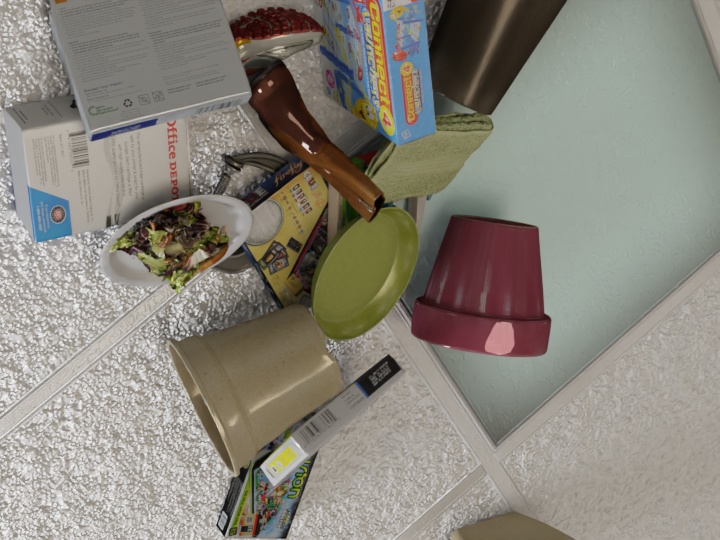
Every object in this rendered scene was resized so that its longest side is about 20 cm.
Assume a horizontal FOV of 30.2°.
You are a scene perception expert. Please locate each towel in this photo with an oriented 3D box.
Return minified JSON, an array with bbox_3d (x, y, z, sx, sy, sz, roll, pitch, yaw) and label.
[{"bbox_3d":[0.082,-0.146,1.764,0.199,0.037,0.149,-13,149,-47],"label":"towel"}]

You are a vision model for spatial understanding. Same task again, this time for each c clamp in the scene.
[{"bbox_3d":[-0.175,-0.073,1.736,0.170,0.027,0.201,27,99,-38],"label":"c clamp"}]

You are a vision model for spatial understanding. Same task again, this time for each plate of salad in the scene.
[{"bbox_3d":[-0.223,-0.027,1.648,0.199,0.048,0.200,-19,155,-9],"label":"plate of salad"}]

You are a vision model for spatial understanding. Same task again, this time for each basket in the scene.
[{"bbox_3d":[0.169,-0.319,1.753,0.180,0.136,0.201,11,112,-47],"label":"basket"}]

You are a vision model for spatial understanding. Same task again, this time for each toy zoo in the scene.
[{"bbox_3d":[0.033,-0.103,1.823,0.199,0.020,0.132,-21,122,-41],"label":"toy zoo"}]

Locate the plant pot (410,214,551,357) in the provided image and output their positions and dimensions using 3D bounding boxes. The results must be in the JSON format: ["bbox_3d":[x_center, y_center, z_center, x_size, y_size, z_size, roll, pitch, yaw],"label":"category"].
[{"bbox_3d":[0.180,0.017,1.910,0.199,0.200,0.180,3,97,-32],"label":"plant pot"}]

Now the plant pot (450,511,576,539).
[{"bbox_3d":[0.245,0.517,2.205,0.199,0.177,0.201,-11,120,-26],"label":"plant pot"}]

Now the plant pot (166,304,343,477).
[{"bbox_3d":[-0.131,0.140,1.759,0.183,0.200,0.201,-27,126,-14],"label":"plant pot"}]

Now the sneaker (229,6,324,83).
[{"bbox_3d":[-0.138,-0.263,1.637,0.199,0.078,0.082,-21,131,-11],"label":"sneaker"}]

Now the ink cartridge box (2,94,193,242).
[{"bbox_3d":[-0.309,-0.133,1.586,0.199,0.084,0.147,-14,121,-26],"label":"ink cartridge box"}]

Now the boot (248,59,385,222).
[{"bbox_3d":[-0.053,-0.149,1.618,0.068,0.200,0.188,-41,167,-14],"label":"boot"}]

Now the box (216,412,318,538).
[{"bbox_3d":[-0.130,0.299,1.954,0.110,0.035,0.201,8,110,-34],"label":"box"}]

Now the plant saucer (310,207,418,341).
[{"bbox_3d":[0.000,0.000,1.800,0.200,0.031,0.201,-31,138,-33],"label":"plant saucer"}]

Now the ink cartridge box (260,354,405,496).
[{"bbox_3d":[-0.048,0.215,1.857,0.197,0.200,0.047,-39,87,-32],"label":"ink cartridge box"}]

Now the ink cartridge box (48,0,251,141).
[{"bbox_3d":[-0.248,-0.266,1.535,0.199,0.041,0.201,-16,82,-19],"label":"ink cartridge box"}]

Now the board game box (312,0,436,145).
[{"bbox_3d":[0.012,-0.281,1.633,0.056,0.196,0.201,-21,123,-20],"label":"board game box"}]

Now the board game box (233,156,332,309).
[{"bbox_3d":[-0.085,-0.042,1.786,0.135,0.035,0.200,-38,134,-12],"label":"board game box"}]
